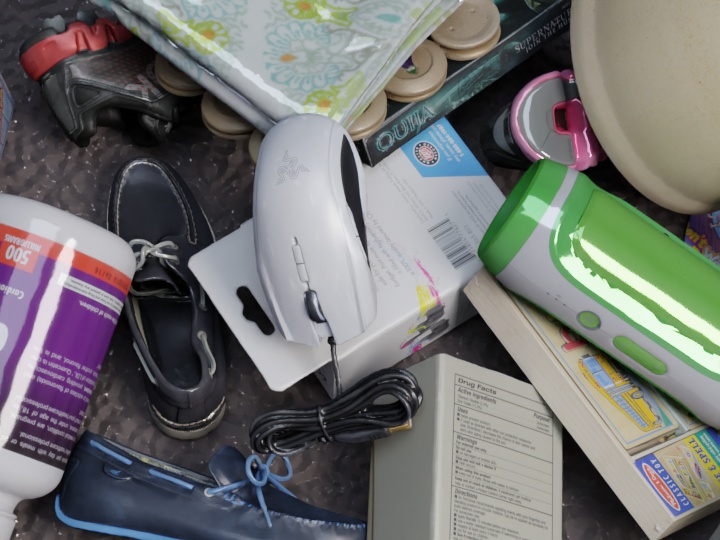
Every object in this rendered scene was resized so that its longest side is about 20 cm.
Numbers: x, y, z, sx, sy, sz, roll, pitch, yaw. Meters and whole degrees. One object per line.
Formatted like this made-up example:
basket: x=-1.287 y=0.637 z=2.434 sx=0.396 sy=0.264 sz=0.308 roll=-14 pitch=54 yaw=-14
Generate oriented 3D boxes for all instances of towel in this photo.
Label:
towel: x=-0.052 y=-0.184 z=1.233 sx=0.200 sy=0.048 sz=0.171 roll=37 pitch=64 yaw=5

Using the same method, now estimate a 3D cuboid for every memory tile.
memory tile: x=-0.021 y=-0.147 z=1.279 sx=0.199 sy=0.017 sz=0.153 roll=-35 pitch=58 yaw=-20

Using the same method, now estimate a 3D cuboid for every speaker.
speaker: x=0.172 y=0.016 z=1.200 sx=0.199 sy=0.088 sz=0.089 roll=34 pitch=68 yaw=-4

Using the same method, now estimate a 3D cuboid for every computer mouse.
computer mouse: x=-0.029 y=0.007 z=1.164 sx=0.109 sy=0.044 sz=0.202 roll=-9 pitch=91 yaw=23

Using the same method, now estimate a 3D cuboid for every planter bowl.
planter bowl: x=0.248 y=-0.146 z=1.240 sx=0.199 sy=0.134 sz=0.202 roll=10 pitch=74 yaw=-38

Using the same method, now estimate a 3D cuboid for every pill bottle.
pill bottle: x=-0.219 y=0.061 z=1.202 sx=0.112 sy=0.112 sz=0.201 roll=17 pitch=80 yaw=6

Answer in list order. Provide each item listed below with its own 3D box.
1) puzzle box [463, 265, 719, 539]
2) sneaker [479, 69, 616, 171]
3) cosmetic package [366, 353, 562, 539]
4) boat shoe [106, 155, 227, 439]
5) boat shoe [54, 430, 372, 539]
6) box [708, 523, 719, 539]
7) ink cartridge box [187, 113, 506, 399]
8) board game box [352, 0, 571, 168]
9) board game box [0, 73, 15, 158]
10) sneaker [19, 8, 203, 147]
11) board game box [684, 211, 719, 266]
puzzle box: x=0.167 y=0.067 z=1.233 sx=0.133 sy=0.025 sz=0.200 roll=-16 pitch=62 yaw=-45
sneaker: x=0.167 y=-0.097 z=1.319 sx=0.199 sy=0.095 sz=0.080 roll=-2 pitch=80 yaw=-29
cosmetic package: x=0.062 y=0.164 z=1.176 sx=0.103 sy=0.073 sz=0.201 roll=21 pitch=59 yaw=-31
boat shoe: x=-0.124 y=0.006 z=1.269 sx=0.072 sy=0.063 sz=0.201 roll=-10 pitch=66 yaw=-6
boat shoe: x=-0.087 y=0.138 z=1.196 sx=0.198 sy=0.084 sz=0.069 roll=10 pitch=82 yaw=0
box: x=0.317 y=0.223 z=1.123 sx=0.198 sy=0.172 sz=0.200 roll=-2 pitch=65 yaw=-2
ink cartridge box: x=0.000 y=0.000 z=1.273 sx=0.199 sy=0.068 sz=0.115 roll=-30 pitch=68 yaw=-15
board game box: x=0.041 y=-0.155 z=1.329 sx=0.200 sy=0.028 sz=0.135 roll=-36 pitch=41 yaw=-20
board game box: x=-0.274 y=-0.076 z=1.249 sx=0.061 sy=0.200 sz=0.202 roll=3 pitch=84 yaw=4
sneaker: x=-0.127 y=-0.137 z=1.334 sx=0.199 sy=0.071 sz=0.099 roll=-17 pitch=84 yaw=-20
board game box: x=0.314 y=-0.007 z=1.300 sx=0.158 sy=0.039 sz=0.200 roll=-34 pitch=70 yaw=-16
